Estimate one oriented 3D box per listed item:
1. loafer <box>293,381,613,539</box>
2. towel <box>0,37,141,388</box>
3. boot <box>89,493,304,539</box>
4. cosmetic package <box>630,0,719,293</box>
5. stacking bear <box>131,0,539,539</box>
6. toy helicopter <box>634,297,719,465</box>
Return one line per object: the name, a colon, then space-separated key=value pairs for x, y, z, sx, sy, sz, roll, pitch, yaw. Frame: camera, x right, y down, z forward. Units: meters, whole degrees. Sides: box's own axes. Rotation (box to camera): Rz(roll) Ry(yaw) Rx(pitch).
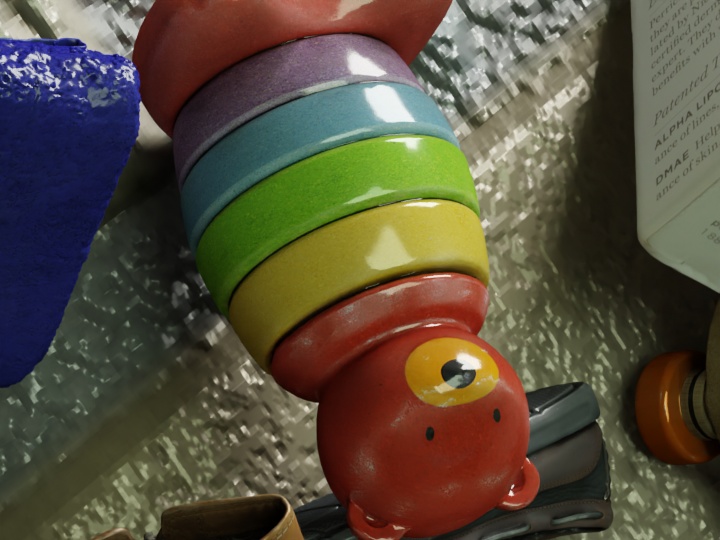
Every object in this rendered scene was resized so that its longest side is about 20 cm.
loafer: x=0.023 y=0.104 z=1.110 sx=0.200 sy=0.072 sz=0.063 roll=-26 pitch=98 yaw=-36
towel: x=-0.184 y=-0.026 z=0.983 sx=0.199 sy=0.148 sz=0.050 roll=5 pitch=39 yaw=-30
boot: x=-0.015 y=0.134 z=1.024 sx=0.199 sy=0.077 sz=0.156 roll=-17 pitch=123 yaw=-9
cosmetic package: x=0.219 y=-0.085 z=1.171 sx=0.165 sy=0.165 sz=0.200 roll=30 pitch=38 yaw=-23
stacking bear: x=0.000 y=0.000 z=1.057 sx=0.121 sy=0.114 sz=0.201 roll=-9 pitch=65 yaw=-28
toy helicopter: x=0.209 y=0.076 z=1.239 sx=0.200 sy=0.079 sz=0.132 roll=55 pitch=50 yaw=-22
